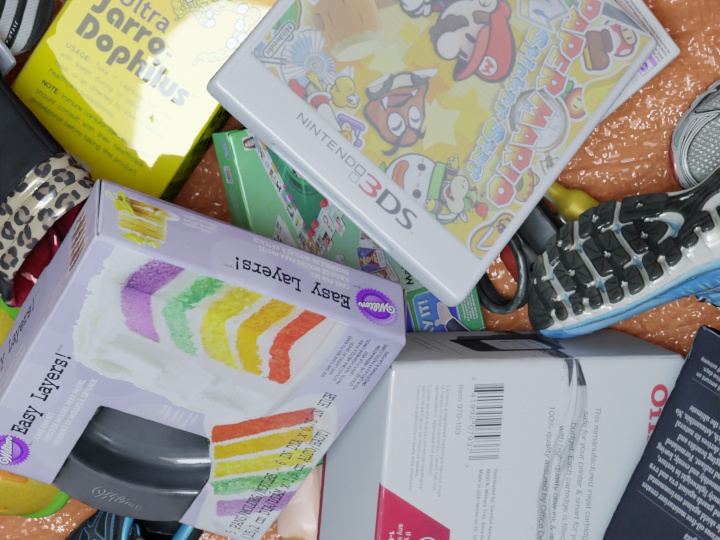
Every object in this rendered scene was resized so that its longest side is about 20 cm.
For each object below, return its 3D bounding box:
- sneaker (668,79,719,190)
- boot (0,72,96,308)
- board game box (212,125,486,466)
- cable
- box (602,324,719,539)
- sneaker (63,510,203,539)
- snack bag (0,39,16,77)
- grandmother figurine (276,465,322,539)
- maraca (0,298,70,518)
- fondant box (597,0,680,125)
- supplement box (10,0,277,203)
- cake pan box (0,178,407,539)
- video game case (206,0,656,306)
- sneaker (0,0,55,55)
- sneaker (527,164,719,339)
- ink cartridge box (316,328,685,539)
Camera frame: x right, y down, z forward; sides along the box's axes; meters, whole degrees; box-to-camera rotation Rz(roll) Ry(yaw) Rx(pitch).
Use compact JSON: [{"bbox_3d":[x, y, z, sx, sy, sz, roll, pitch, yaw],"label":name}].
[{"bbox_3d":[0.276,-0.092,1.235,0.198,0.082,0.079,-18,97,6],"label":"sneaker"},{"bbox_3d":[-0.229,-0.041,1.155,0.151,0.073,0.200,47,127,9],"label":"boot"},{"bbox_3d":[0.000,0.000,1.242,0.134,0.029,0.202,-16,99,-22],"label":"board game box"},{"bbox_3d":[0.080,-0.056,1.280,0.097,0.050,0.201,-39,81,23],"label":"cable"},{"bbox_3d":[0.252,0.165,1.204,0.199,0.123,0.200,19,100,-35],"label":"box"},{"bbox_3d":[-0.147,0.175,1.283,0.073,0.082,0.201,29,98,-4],"label":"sneaker"},{"bbox_3d":[-0.293,-0.146,1.219,0.189,0.021,0.200,53,138,3],"label":"snack bag"},{"bbox_3d":[-0.025,0.072,1.278,0.120,0.060,0.202,-10,99,-25],"label":"grandmother figurine"},{"bbox_3d":[-0.218,0.056,1.248,0.136,0.107,0.202,12,118,31],"label":"maraca"},{"bbox_3d":[0.066,-0.119,1.215,0.200,0.058,0.145,-40,94,-20],"label":"fondant box"},{"bbox_3d":[-0.131,-0.110,1.236,0.109,0.109,0.201,34,97,-1],"label":"supplement box"},{"bbox_3d":[-0.098,0.057,1.147,0.183,0.053,0.200,22,129,-20],"label":"cake pan box"},{"bbox_3d":[0.043,-0.114,1.165,0.182,0.023,0.200,41,72,-7],"label":"video game case"},{"bbox_3d":[-0.217,-0.208,1.248,0.075,0.115,0.202,31,62,-30],"label":"sneaker"},{"bbox_3d":[0.193,0.001,1.214,0.198,0.079,0.090,-21,132,11],"label":"sneaker"},{"bbox_3d":[0.083,0.113,1.226,0.198,0.083,0.147,0,100,-26],"label":"ink cartridge box"}]
